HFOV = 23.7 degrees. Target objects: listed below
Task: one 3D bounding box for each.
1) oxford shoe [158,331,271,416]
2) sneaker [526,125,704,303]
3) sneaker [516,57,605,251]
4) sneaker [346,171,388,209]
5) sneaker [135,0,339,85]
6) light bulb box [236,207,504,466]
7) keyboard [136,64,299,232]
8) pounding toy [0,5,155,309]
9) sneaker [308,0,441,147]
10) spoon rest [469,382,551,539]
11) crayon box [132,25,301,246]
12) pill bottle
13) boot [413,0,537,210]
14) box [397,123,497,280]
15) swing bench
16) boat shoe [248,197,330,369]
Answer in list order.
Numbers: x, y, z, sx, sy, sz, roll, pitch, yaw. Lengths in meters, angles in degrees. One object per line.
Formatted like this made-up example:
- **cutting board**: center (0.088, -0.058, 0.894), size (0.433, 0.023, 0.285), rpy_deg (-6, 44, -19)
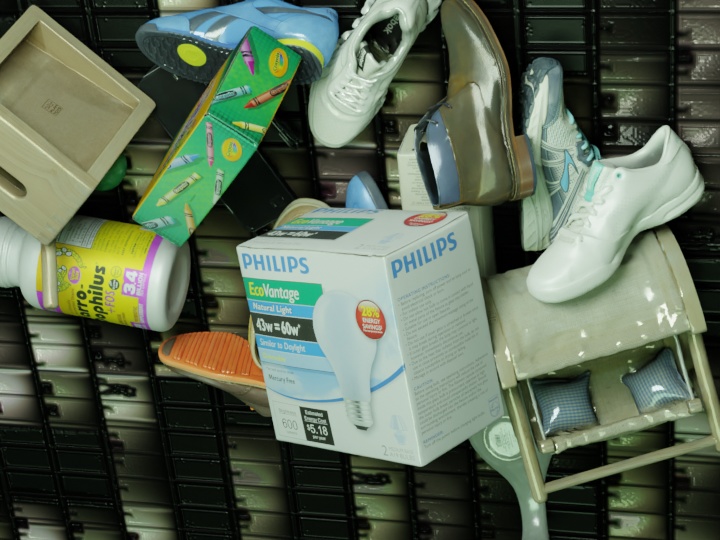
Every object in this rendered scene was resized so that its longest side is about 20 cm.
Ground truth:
- **oxford shoe**: center (-0.122, 0.121, 1.833), size (0.199, 0.071, 0.073), rpy_deg (15, 128, 6)
- **sneaker**: center (0.223, -0.057, 1.584), size (0.200, 0.075, 0.089), rpy_deg (-40, 126, -10)
- **sneaker**: center (0.191, -0.112, 1.617), size (0.086, 0.078, 0.201), rpy_deg (-3, 126, 1)
- **sneaker**: center (0.000, 0.000, 1.711), size (0.078, 0.066, 0.201), rpy_deg (-14, 120, -9)
- **sneaker**: center (-0.115, -0.225, 1.630), size (0.199, 0.079, 0.066), rpy_deg (5, 146, 19)
- **light bulb box**: center (0.009, 0.055, 1.593), size (0.197, 0.124, 0.201), rpy_deg (4, 112, 44)
- **keyboard**: center (-0.124, -0.137, 1.707), size (0.127, 0.021, 0.200), rpy_deg (-25, 112, 33)
- **pounding toy**: center (-0.310, -0.109, 1.671), size (0.200, 0.185, 0.142), rpy_deg (39, 131, -10)
- **sneaker**: center (0.002, -0.190, 1.606), size (0.075, 0.081, 0.200), rpy_deg (28, 125, -5)
- **spoon rest**: center (0.168, 0.211, 1.825), size (0.099, 0.061, 0.201), rpy_deg (-7, 105, 17)
- **crayon box**: center (-0.136, -0.122, 1.604), size (0.058, 0.119, 0.200), rpy_deg (31, 143, -11)
- **pill bottle**: center (-0.283, -0.003, 1.779), size (0.198, 0.104, 0.105), rpy_deg (10, 122, 9)
- **boot**: center (0.087, -0.152, 1.561), size (0.096, 0.075, 0.201), rpy_deg (-18, 87, -17)
- **box**: center (0.088, -0.040, 1.679), size (0.082, 0.069, 0.201), rpy_deg (2, 121, 13)
- **swing bench**: center (0.229, 0.087, 1.645), size (0.198, 0.130, 0.201), rpy_deg (-17, 119, 2)
- **boat shoe**: center (-0.069, 0.020, 1.750), size (0.073, 0.069, 0.201), rpy_deg (13, 127, -6)
